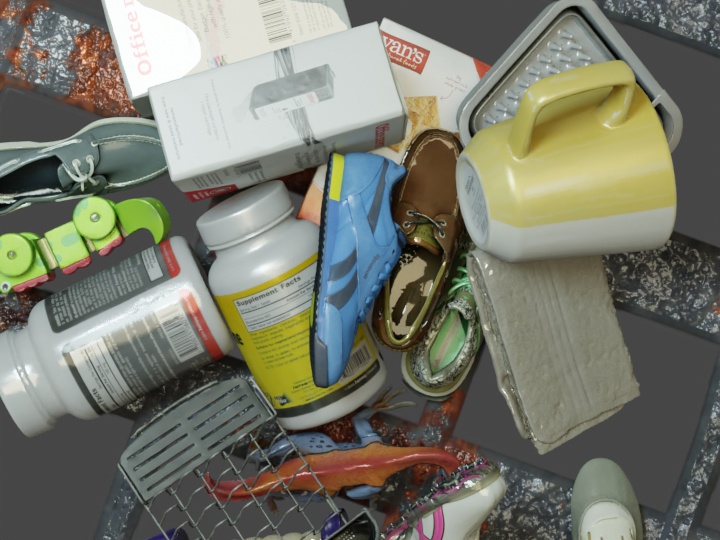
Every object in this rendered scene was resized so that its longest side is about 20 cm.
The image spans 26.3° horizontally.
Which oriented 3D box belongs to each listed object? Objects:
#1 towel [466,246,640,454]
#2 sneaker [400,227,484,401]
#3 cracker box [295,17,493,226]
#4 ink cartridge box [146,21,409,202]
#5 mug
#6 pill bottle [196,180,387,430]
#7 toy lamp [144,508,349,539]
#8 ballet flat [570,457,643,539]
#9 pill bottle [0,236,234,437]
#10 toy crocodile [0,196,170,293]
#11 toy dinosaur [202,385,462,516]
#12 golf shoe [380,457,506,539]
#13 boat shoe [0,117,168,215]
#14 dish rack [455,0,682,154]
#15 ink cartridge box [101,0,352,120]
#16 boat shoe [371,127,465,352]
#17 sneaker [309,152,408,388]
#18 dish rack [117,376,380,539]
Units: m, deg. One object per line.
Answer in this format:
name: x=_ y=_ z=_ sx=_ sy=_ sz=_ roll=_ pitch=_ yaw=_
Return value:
towel: x=0.175 y=0.052 z=1.385 sx=0.132 sy=0.034 sz=0.201 roll=-24 pitch=105 yaw=-27
sneaker: x=0.099 y=0.024 z=1.391 sx=0.076 sy=0.089 sz=0.201 roll=20 pitch=88 yaw=-2
cracker box: x=0.040 y=-0.110 z=1.406 sx=0.133 sy=0.058 sz=0.201 roll=23 pitch=88 yaw=-2
ink cartridge box: x=-0.066 y=-0.131 z=1.303 sx=0.199 sy=0.144 sz=0.084 roll=-15 pitch=86 yaw=-1
mug: x=0.162 y=-0.091 z=1.293 sx=0.152 sy=0.149 sz=0.188 roll=-14 pitch=113 yaw=-11
pill bottle: x=-0.064 y=0.029 z=1.353 sx=0.112 sy=0.112 sz=0.201 roll=-25 pitch=103 yaw=-3
toy lamp: x=-0.109 y=0.251 z=1.384 sx=0.199 sy=0.058 sz=0.059 roll=-11 pitch=90 yaw=9
ballet flat: x=0.228 y=0.274 z=1.407 sx=0.067 sy=0.064 sz=0.202 roll=0 pitch=89 yaw=-3
pill bottle: x=-0.221 y=0.061 z=1.363 sx=0.199 sy=0.116 sz=0.116 roll=-25 pitch=91 yaw=-2
toy crocodile: x=-0.268 y=-0.019 z=1.385 sx=0.199 sy=0.068 sz=0.062 roll=-24 pitch=91 yaw=-3
toy dinosaur: x=-0.007 y=0.186 z=1.361 sx=0.180 sy=0.200 sz=0.106 roll=-3 pitch=107 yaw=28
golf shoe: x=0.075 y=0.231 z=1.315 sx=0.092 sy=0.200 sz=0.072 roll=49 pitch=47 yaw=9
boat shoe: x=-0.256 y=-0.085 z=1.377 sx=0.198 sy=0.062 sz=0.073 roll=-8 pitch=125 yaw=2
dish rack: x=0.183 y=-0.133 z=1.386 sx=0.172 sy=0.044 sz=0.200 roll=-47 pitch=122 yaw=-2
ink cartridge box: x=-0.121 y=-0.233 z=1.355 sx=0.199 sy=0.145 sz=0.148 roll=-15 pitch=87 yaw=-3
boat shoe: x=0.057 y=-0.027 z=1.344 sx=0.071 sy=0.068 sz=0.201 roll=9 pitch=88 yaw=-1
sneaker: x=0.000 y=0.000 z=1.277 sx=0.078 sy=0.066 sz=0.202 roll=9 pitch=78 yaw=-7
dish rack: x=-0.099 y=0.188 z=1.274 sx=0.153 sy=0.055 sz=0.200 roll=-32 pitch=77 yaw=-19
